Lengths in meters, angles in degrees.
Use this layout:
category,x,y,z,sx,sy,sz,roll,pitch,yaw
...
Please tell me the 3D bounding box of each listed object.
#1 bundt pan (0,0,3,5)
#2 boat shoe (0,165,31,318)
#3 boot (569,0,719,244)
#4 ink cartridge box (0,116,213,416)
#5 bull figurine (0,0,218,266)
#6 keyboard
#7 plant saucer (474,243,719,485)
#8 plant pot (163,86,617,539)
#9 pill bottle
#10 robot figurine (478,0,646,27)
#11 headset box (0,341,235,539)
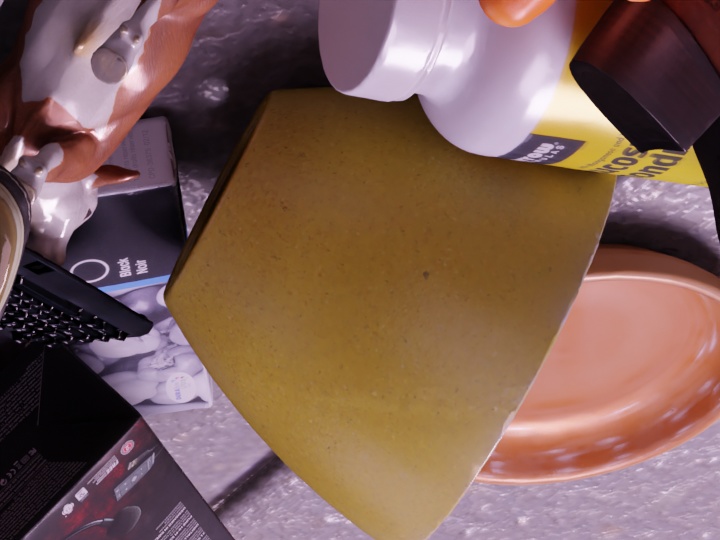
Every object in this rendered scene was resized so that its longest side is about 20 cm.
category,x,y,z,sx,sy,sz,roll,pitch,yaw
bundt pan,-0.216,-0.147,0.836,0.201,0.076,0.202,-6,146,-4
boat shoe,-0.177,0.024,0.903,0.072,0.066,0.201,38,123,2
boot,0.200,-0.090,0.912,0.188,0.200,0.068,44,170,-12
ink cartridge box,-0.175,0.014,1.114,0.199,0.044,0.198,-7,147,-2
bull figurine,-0.109,-0.076,0.933,0.065,0.121,0.200,33,118,3
keyboard,-0.172,0.009,0.971,0.104,0.040,0.200,1,163,25
plant saucer,0.104,0.045,1.235,0.199,0.038,0.201,-6,145,-4
plant pot,0.000,0.000,1.032,0.142,0.200,0.200,28,137,-8
pill bottle,0.089,-0.096,0.955,0.199,0.112,0.112,7,143,-23
robot figurine,0.100,-0.174,0.820,0.200,0.144,0.116,-45,142,14
headset box,-0.146,0.142,1.152,0.149,0.075,0.200,-45,150,-11
